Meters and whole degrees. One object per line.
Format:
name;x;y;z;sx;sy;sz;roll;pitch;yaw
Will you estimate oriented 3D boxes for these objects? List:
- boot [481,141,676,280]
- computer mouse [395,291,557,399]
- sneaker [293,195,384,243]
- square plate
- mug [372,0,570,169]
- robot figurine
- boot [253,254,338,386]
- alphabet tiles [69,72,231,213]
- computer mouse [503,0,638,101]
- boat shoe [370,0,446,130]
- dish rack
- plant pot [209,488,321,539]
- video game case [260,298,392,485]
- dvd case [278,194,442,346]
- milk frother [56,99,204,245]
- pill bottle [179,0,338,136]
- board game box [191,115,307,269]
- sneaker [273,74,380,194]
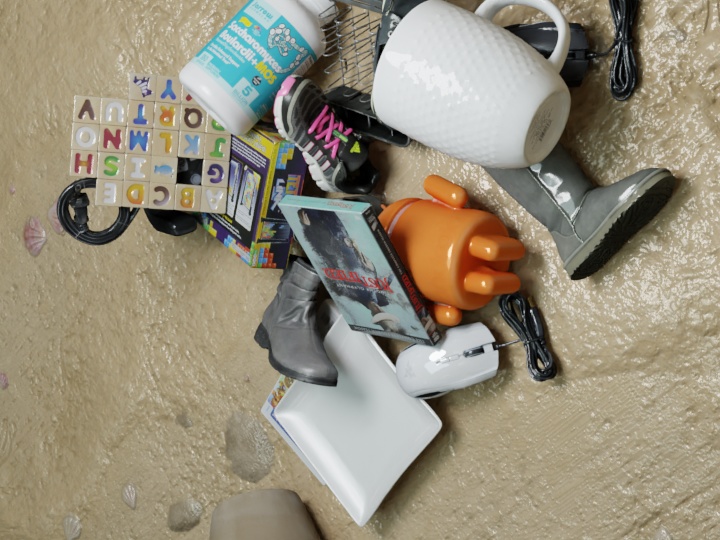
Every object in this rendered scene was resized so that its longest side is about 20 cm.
boot;0.227;-0.113;1.574;0.182;0.072;0.200;-46;60;33
computer mouse;0.122;0.101;1.671;0.200;0.044;0.110;-22;80;26
sneaker;-0.047;-0.058;1.763;0.200;0.104;0.060;-14;88;53
square plate;-0.002;0.182;1.802;0.198;0.028;0.200;50;123;24
mug;0.140;-0.208;1.533;0.175;0.148;0.200;30;82;27
robot figurine;0.092;-0.023;1.662;0.200;0.117;0.144;14;140;40
boot;-0.070;0.056;1.794;0.200;0.070;0.132;37;109;55
alphabet tiles;-0.260;-0.161;1.806;0.008;0.199;0.168;-163;77;-71
computer mouse;0.210;-0.262;1.574;0.200;0.046;0.141;13;105;39
boat shoe;0.051;-0.247;1.602;0.066;0.074;0.200;-92;18;-62
dish rack;0.011;-0.258;1.703;0.153;0.055;0.201;23;133;35
plant pot;-0.122;0.382;1.865;0.200;0.200;0.174;-35;57;38
video game case;-0.042;0.157;1.864;0.143;0.018;0.200;46;122;26
dvd case;0.000;0.000;1.663;0.146;0.022;0.200;9;139;46
milk frother;-0.313;-0.130;1.898;0.188;0.199;0.181;-158;70;-65
pill bottle;-0.119;-0.270;1.774;0.200;0.111;0.111;-47;60;-5
board game box;-0.144;-0.113;1.854;0.200;0.057;0.166;37;119;53
sneaker;-0.032;-0.156;1.722;0.087;0.200;0.074;19;64;35
